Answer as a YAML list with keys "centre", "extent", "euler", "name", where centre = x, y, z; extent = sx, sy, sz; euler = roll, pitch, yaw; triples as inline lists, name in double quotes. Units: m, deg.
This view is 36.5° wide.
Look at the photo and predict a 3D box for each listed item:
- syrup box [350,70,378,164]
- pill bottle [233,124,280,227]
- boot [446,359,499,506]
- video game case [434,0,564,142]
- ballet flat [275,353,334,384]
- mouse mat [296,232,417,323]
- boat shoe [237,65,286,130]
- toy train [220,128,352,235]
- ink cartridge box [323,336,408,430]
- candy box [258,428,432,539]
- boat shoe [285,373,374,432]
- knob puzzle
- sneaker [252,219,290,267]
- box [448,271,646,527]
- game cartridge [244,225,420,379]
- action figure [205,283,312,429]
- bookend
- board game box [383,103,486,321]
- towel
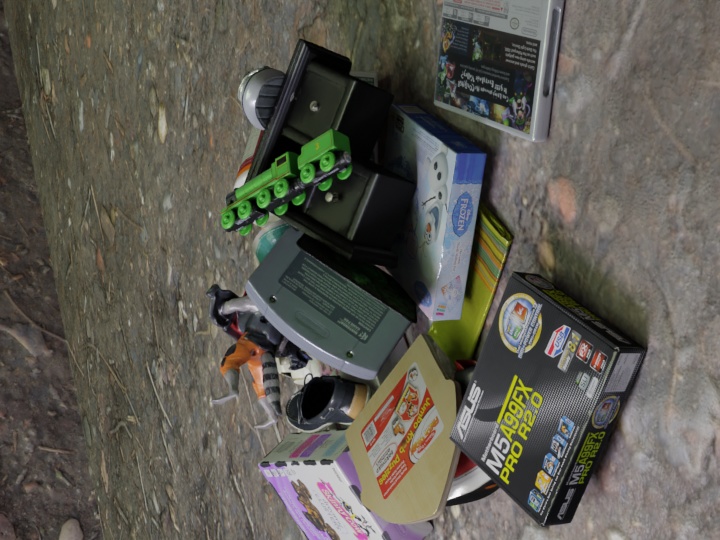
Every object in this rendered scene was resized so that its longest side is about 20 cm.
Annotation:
- centre: [-0.022, -0.151, 1.411]
  extent: [0.081, 0.078, 0.203]
  euler: [147, 124, -74]
  name: "syrup box"
- centre: [-0.105, -0.162, 1.510]
  extent: [0.110, 0.108, 0.201]
  euler: [118, 167, -47]
  name: "pill bottle"
- centre: [0.118, 0.187, 1.263]
  extent: [0.200, 0.072, 0.146]
  euler: [-45, 55, 47]
  name: "boot"
- centre: [0.146, -0.249, 1.173]
  extent: [0.200, 0.023, 0.184]
  euler: [34, 124, 55]
  name: "video game case"
- centre: [-0.083, 0.144, 1.640]
  extent: [0.199, 0.070, 0.070]
  euler: [-3, 92, 63]
  name: "ballet flat"
- centre: [0.000, 0.000, 1.278]
  extent: [0.008, 0.160, 0.200]
  euler: [-56, 3, 8]
  name: "mouse mat"
- centre: [-0.122, -0.215, 1.351]
  extent: [0.074, 0.066, 0.200]
  euler: [-66, -10, 6]
  name: "boat shoe"
- centre: [-0.088, -0.100, 1.243]
  extent: [0.199, 0.042, 0.057]
  euler: [-26, 60, 34]
  name: "toy train"
- centre: [0.010, 0.179, 1.471]
  extent: [0.200, 0.067, 0.118]
  euler: [-55, 48, 50]
  name: "ink cartridge box"
- centre: [-0.023, 0.299, 1.452]
  extent: [0.199, 0.071, 0.169]
  euler: [-17, 109, 54]
  name: "candy box"
- centre: [-0.054, 0.170, 1.430]
  extent: [0.199, 0.062, 0.075]
  euler: [-16, 55, 60]
  name: "boat shoe"
- centre: [0.064, 0.204, 1.257]
  extent: [0.219, 0.030, 0.222]
  euler: [-33, 48, 45]
  name: "knob puzzle"
- centre: [-0.103, 0.007, 1.485]
  extent: [0.080, 0.071, 0.201]
  euler: [60, 159, 25]
  name: "sneaker"
- centre: [0.181, 0.127, 1.095]
  extent: [0.160, 0.044, 0.202]
  euler: [40, 118, 46]
  name: "box"
- centre: [-0.039, 0.041, 1.367]
  extent: [0.199, 0.133, 0.041]
  euler: [35, 149, 4]
  name: "game cartridge"
- centre: [-0.110, 0.101, 1.403]
  extent: [0.104, 0.199, 0.196]
  euler: [-10, 61, 39]
  name: "action figure"
- centre: [-0.016, -0.136, 1.273]
  extent: [0.199, 0.092, 0.201]
  euler: [32, 104, 37]
  name: "bookend"
- centre: [0.076, -0.074, 1.294]
  extent: [0.200, 0.043, 0.201]
  euler: [-129, 43, -59]
  name: "board game box"
- centre: [0.125, 0.021, 1.270]
  extent: [0.086, 0.018, 0.202]
  euler: [56, 142, 45]
  name: "towel"
